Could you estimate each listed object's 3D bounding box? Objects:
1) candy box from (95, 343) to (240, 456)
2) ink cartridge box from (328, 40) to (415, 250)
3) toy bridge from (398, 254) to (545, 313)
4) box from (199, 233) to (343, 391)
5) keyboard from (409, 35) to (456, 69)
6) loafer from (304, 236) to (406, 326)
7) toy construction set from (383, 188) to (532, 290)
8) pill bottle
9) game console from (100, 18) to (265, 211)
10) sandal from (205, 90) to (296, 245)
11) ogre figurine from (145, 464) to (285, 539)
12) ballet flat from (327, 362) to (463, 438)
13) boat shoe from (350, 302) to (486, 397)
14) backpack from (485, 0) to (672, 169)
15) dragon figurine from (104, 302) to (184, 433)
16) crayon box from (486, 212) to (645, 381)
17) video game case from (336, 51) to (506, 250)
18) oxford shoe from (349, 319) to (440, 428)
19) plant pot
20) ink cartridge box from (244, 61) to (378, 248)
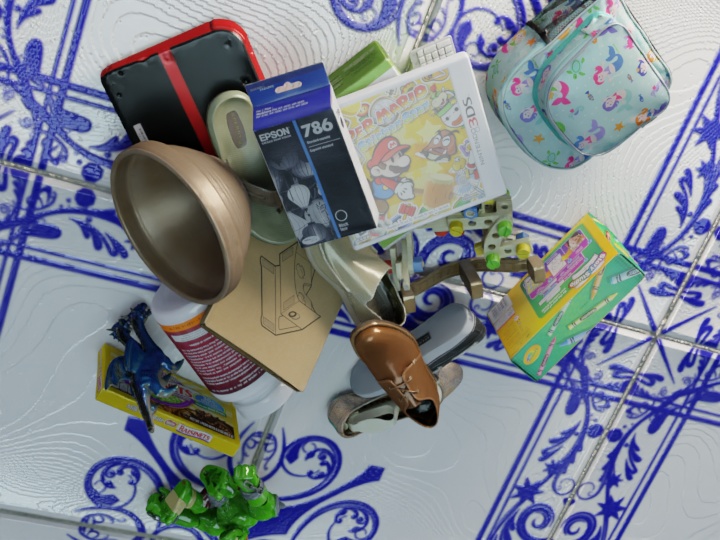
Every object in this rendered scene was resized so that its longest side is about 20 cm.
[{"bbox_3d":[-0.248,0.167,1.545,0.199,0.102,0.027,27,109,-24],"label":"candy box"},{"bbox_3d":[0.023,-0.147,1.444,0.147,0.076,0.200,-35,118,8],"label":"ink cartridge box"},{"bbox_3d":[0.144,0.009,1.561,0.198,0.067,0.027,-13,120,-6],"label":"toy bridge"},{"bbox_3d":[-0.093,0.022,1.475,0.163,0.021,0.201,37,65,-27],"label":"box"},{"bbox_3d":[0.111,-0.190,1.480,0.056,0.011,0.202,-20,120,-1],"label":"keyboard"},{"bbox_3d":[0.000,0.000,1.485,0.201,0.068,0.076,56,52,-30],"label":"loafer"},{"bbox_3d":[0.119,-0.048,1.518,0.198,0.093,0.132,-14,137,-2],"label":"toy construction set"},{"bbox_3d":[-0.168,0.091,1.513,0.112,0.113,0.201,-29,119,5],"label":"pill bottle"},{"bbox_3d":[-0.188,-0.182,1.415,0.175,0.031,0.201,-21,120,4],"label":"game console"},{"bbox_3d":[-0.123,-0.113,1.401,0.079,0.057,0.202,-34,120,-17],"label":"sandal"},{"bbox_3d":[-0.189,0.319,1.639,0.200,0.099,0.120,-39,129,19],"label":"ogre figurine"},{"bbox_3d":[0.054,0.185,1.637,0.198,0.067,0.069,-21,121,-1],"label":"ballet flat"},{"bbox_3d":[0.078,0.116,1.604,0.199,0.074,0.068,-37,135,15],"label":"boat shoe"},{"bbox_3d":[0.256,-0.221,1.421,0.199,0.151,0.178,-35,121,14],"label":"backpack"},{"bbox_3d":[-0.275,0.123,1.463,0.099,0.201,0.059,35,121,-18],"label":"dragon figurine"},{"bbox_3d":[0.266,0.034,1.570,0.058,0.119,0.200,37,106,-26],"label":"crayon box"},{"bbox_3d":[0.056,-0.137,1.398,0.198,0.023,0.183,-20,117,1],"label":"video game case"},{"bbox_3d":[0.053,0.131,1.507,0.071,0.072,0.200,-30,133,13],"label":"oxford shoe"},{"bbox_3d":[-0.191,-0.070,1.383,0.093,0.200,0.203,-38,127,-34],"label":"plant pot"},{"bbox_3d":[-0.055,-0.127,1.354,0.098,0.039,0.201,-15,117,14],"label":"ink cartridge box"}]
